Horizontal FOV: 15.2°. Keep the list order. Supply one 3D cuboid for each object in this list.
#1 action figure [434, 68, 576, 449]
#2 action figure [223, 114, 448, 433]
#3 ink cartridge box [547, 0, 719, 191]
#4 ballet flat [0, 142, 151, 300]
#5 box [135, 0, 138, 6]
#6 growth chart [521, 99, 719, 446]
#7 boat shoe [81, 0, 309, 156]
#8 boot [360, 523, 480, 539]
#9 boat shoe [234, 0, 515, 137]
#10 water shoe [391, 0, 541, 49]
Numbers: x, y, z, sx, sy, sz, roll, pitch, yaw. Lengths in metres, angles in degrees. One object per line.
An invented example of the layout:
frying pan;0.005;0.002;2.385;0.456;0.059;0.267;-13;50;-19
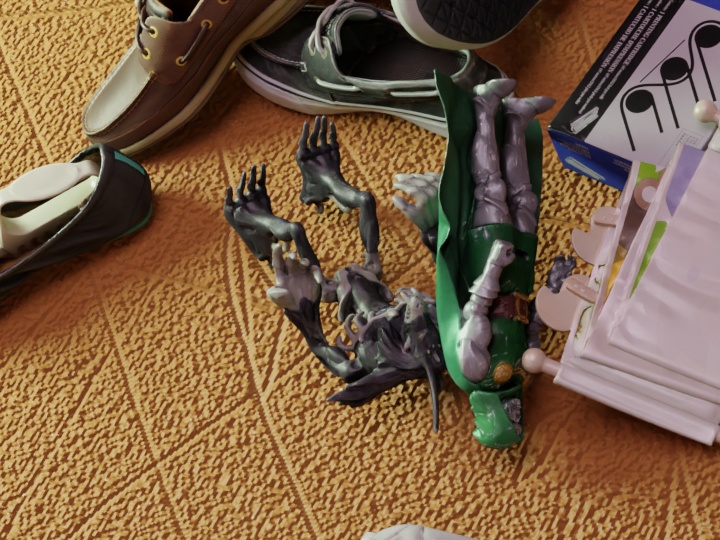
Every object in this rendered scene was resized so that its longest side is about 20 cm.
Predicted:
action figure;0.077;-0.001;1.474;0.055;0.118;0.200;-6;77;36
action figure;0.000;0.000;1.516;0.119;0.102;0.200;-31;51;-15
ink cartridge box;0.202;-0.131;1.556;0.094;0.044;0.200;25;70;33
ballet flat;-0.224;-0.021;1.649;0.200;0.068;0.068;-31;51;1
box;-0.048;-0.209;1.695;0.200;0.075;0.050;-2;13;22
growth chart;0.187;-0.001;1.458;0.145;0.018;0.200;30;72;12
boat shoe;-0.109;-0.150;1.655;0.200;0.068;0.072;-42;38;24
boot;-0.008;0.184;1.421;0.200;0.074;0.096;1;51;14
boat shoe;0.002;-0.135;1.628;0.200;0.071;0.072;13;64;31
water shoe;0.063;-0.177;1.597;0.079;0.072;0.200;5;20;35
